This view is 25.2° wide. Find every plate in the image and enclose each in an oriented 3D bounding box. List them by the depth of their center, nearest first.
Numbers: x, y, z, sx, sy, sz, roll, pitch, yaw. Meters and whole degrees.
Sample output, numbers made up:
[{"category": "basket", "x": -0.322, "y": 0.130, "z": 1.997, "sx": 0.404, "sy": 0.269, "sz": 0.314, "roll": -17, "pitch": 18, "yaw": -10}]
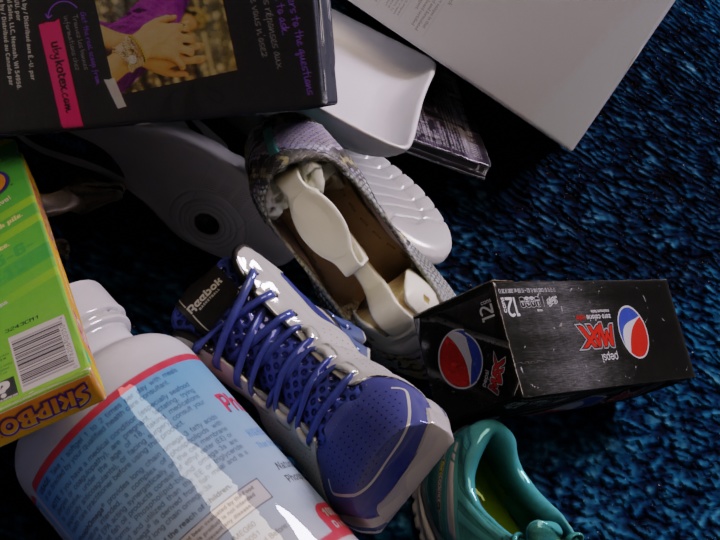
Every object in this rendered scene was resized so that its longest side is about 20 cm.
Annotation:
[{"category": "plate", "x": -0.053, "y": -0.138, "z": 1.018, "sx": 0.198, "sy": 0.032, "sz": 0.200, "roll": 25, "pitch": 24, "yaw": -3}]

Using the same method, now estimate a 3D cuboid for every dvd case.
[{"category": "dvd case", "x": -0.012, "y": -0.132, "z": 1.106, "sx": 0.199, "sy": 0.016, "sz": 0.149, "roll": 18, "pitch": 29, "yaw": -18}]

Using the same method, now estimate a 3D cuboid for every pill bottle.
[{"category": "pill bottle", "x": -0.098, "y": 0.104, "z": 0.790, "sx": 0.200, "sy": 0.109, "sz": 0.108, "roll": 47, "pitch": 44, "yaw": 14}]

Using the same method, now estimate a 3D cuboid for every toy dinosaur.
[{"category": "toy dinosaur", "x": -0.230, "y": -0.044, "z": 0.901, "sx": 0.199, "sy": 0.058, "sz": 0.101, "roll": 18, "pitch": 29, "yaw": -26}]

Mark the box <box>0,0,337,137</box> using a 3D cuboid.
[{"category": "box", "x": -0.116, "y": -0.131, "z": 0.858, "sx": 0.198, "sy": 0.107, "sz": 0.122, "roll": -4, "pitch": 7, "yaw": 2}]

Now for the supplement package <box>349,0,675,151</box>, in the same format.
[{"category": "supplement package", "x": 0.109, "y": -0.205, "z": 1.137, "sx": 0.199, "sy": 0.152, "sz": 0.151, "roll": 34, "pitch": 10, "yaw": 1}]

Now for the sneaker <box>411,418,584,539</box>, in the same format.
[{"category": "sneaker", "x": 0.088, "y": 0.172, "z": 0.863, "sx": 0.077, "sy": 0.080, "sz": 0.201, "roll": -5, "pitch": 55, "yaw": -35}]

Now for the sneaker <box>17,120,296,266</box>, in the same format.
[{"category": "sneaker", "x": -0.109, "y": -0.090, "z": 0.991, "sx": 0.199, "sy": 0.073, "sz": 0.112, "roll": 30, "pitch": 41, "yaw": -3}]

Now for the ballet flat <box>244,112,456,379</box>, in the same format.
[{"category": "ballet flat", "x": 0.000, "y": 0.000, "z": 0.931, "sx": 0.201, "sy": 0.072, "sz": 0.072, "roll": 52, "pitch": 36, "yaw": -22}]

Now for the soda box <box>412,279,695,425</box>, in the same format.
[{"category": "soda box", "x": 0.120, "y": 0.047, "z": 0.965, "sx": 0.199, "sy": 0.063, "sz": 0.071, "roll": 0, "pitch": 72, "yaw": -50}]

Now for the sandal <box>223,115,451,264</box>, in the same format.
[{"category": "sandal", "x": -0.020, "y": -0.056, "z": 1.036, "sx": 0.202, "sy": 0.050, "sz": 0.082, "roll": 42, "pitch": 29, "yaw": 29}]

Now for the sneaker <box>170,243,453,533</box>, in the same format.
[{"category": "sneaker", "x": -0.040, "y": 0.053, "z": 0.834, "sx": 0.115, "sy": 0.081, "sz": 0.199, "roll": 36, "pitch": 4, "yaw": -27}]

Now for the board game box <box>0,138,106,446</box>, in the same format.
[{"category": "board game box", "x": -0.190, "y": 0.011, "z": 0.776, "sx": 0.095, "sy": 0.030, "sz": 0.200, "roll": -24, "pitch": 44, "yaw": -5}]
